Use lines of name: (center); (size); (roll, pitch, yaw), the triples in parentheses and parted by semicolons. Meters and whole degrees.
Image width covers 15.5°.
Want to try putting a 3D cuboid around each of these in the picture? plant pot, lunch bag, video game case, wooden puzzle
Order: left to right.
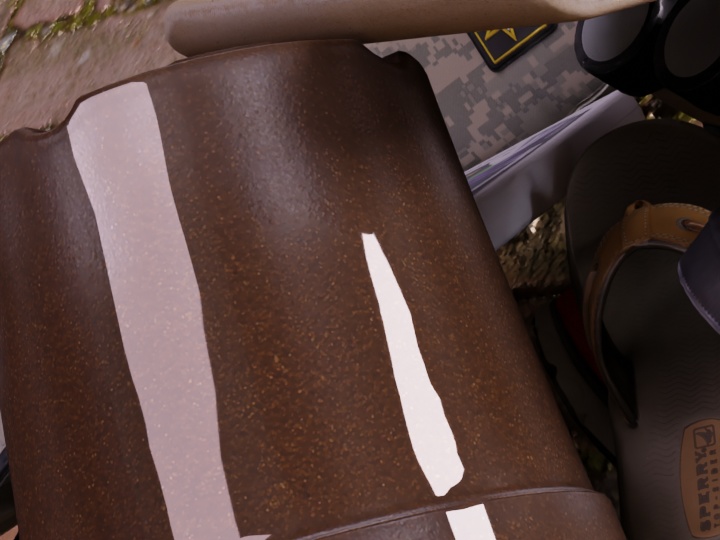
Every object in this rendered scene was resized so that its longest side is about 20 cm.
plant pot: (-0.025, 0.048, 0.805); (0.200, 0.200, 0.198); (-27, 72, 36)
video game case: (0.000, 0.000, 1.001); (0.182, 0.023, 0.200); (-28, 5, 30)
lunch bag: (0.067, -0.135, 1.120); (0.164, 0.118, 0.200); (-37, 46, 26)
wooden puzzle: (0.064, -0.104, 0.840); (0.185, 0.200, 0.046); (-1, 100, 52)

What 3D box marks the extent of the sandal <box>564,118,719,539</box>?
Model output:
sandal: (0.102, 0.019, 0.855); (0.080, 0.054, 0.200); (-21, 45, 21)

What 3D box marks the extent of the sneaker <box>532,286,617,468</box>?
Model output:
sneaker: (0.135, 0.054, 0.896); (0.085, 0.077, 0.200); (-47, 42, 0)

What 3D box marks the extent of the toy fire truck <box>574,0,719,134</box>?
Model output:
toy fire truck: (0.201, -0.129, 0.957); (0.176, 0.129, 0.200); (20, 85, 57)

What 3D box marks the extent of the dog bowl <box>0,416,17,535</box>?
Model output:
dog bowl: (-0.110, 0.014, 1.051); (0.200, 0.074, 0.200); (-46, -5, -6)

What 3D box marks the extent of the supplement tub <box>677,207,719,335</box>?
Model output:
supplement tub: (0.178, -0.056, 0.767); (0.200, 0.107, 0.107); (-55, 29, 22)

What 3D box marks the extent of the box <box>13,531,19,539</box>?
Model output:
box: (-0.075, 0.153, 0.971); (0.200, 0.107, 0.148); (-29, 29, 57)
